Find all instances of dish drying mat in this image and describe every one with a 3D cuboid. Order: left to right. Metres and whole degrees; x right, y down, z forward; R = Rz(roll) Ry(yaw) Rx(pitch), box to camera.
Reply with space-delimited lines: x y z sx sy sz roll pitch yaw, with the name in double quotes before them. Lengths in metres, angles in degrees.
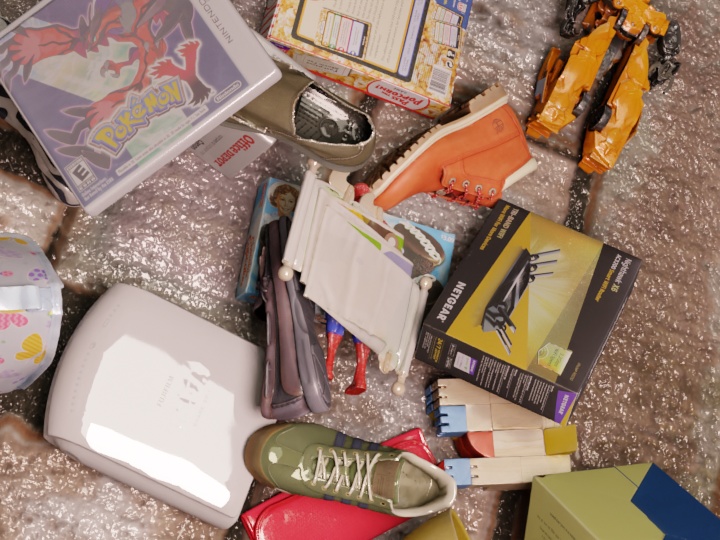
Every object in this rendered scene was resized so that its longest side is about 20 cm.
"dish drying mat" -0.011 0.220 1.572 0.199 0.018 0.077 -24 89 -25

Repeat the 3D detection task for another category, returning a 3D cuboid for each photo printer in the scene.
"photo printer" -0.174 0.115 1.500 0.199 0.069 0.167 28 70 -14

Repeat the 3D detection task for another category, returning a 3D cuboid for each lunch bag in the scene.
"lunch bag" -0.342 0.036 1.379 0.168 0.200 0.128 -4 80 -22

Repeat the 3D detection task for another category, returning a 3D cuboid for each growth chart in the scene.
"growth chart" 0.000 0.000 1.523 0.200 0.018 0.146 44 51 -33

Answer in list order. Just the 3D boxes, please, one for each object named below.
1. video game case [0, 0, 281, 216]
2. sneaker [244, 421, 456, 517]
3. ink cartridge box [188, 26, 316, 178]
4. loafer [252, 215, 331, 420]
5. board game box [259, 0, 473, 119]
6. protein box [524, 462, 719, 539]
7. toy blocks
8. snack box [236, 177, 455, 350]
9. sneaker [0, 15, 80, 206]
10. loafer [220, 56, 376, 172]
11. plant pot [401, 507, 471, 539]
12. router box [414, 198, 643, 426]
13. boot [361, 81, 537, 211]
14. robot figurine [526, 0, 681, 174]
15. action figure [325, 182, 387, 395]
"video game case" -0.194 -0.175 1.407 0.199 0.023 0.183 -36 75 2
"sneaker" 0.001 0.178 1.501 0.199 0.090 0.068 19 77 -35
"ink cartridge box" -0.157 -0.185 1.531 0.199 0.144 0.084 35 70 -11
"loafer" -0.073 0.041 1.502 0.062 0.072 0.201 -17 57 9
"board game box" 0.009 -0.257 1.667 0.199 0.046 0.153 20 72 -17
"protein box" 0.245 0.312 1.519 0.134 0.199 0.202 -3 111 -22
"toy blocks" 0.125 0.133 1.614 0.135 0.100 0.202 0 75 -12
"snack box" -0.012 -0.004 1.609 0.198 0.037 0.117 16 73 -18
"sneaker" -0.279 -0.156 1.484 0.079 0.129 0.200 -29 90 -25
"loafer" -0.069 -0.150 1.442 0.199 0.070 0.076 21 75 -16
"plant pot" 0.055 0.331 1.499 0.141 0.200 0.201 -22 87 4
"router box" 0.162 0.036 1.597 0.156 0.052 0.200 23 47 11
"boot" 0.090 -0.095 1.654 0.199 0.075 0.108 -33 97 -26
"robot figurine" 0.253 -0.210 1.750 0.144 0.058 0.201 32 69 -13
"action figure" -0.011 0.012 1.560 0.065 0.052 0.202 17 69 -23
